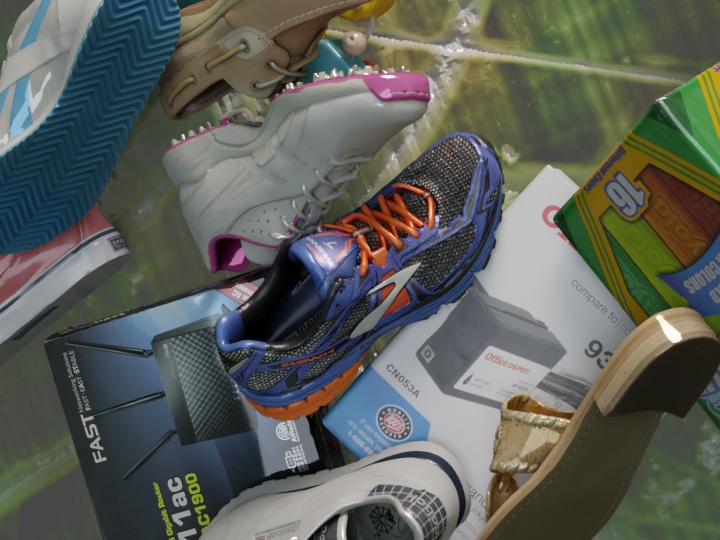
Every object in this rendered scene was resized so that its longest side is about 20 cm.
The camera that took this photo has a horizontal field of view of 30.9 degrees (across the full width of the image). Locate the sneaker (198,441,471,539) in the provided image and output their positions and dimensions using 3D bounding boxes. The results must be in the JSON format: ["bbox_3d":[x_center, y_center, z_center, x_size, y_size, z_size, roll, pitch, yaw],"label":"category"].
[{"bbox_3d":[-0.035,0.158,0.725,0.199,0.080,0.077,-31,94,22],"label":"sneaker"}]

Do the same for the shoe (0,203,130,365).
[{"bbox_3d":[-0.249,0.011,0.832,0.199,0.071,0.091,-37,86,4],"label":"shoe"}]

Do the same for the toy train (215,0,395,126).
[{"bbox_3d":[-0.034,-0.164,0.798,0.149,0.055,0.202,10,106,35],"label":"toy train"}]

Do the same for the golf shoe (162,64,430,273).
[{"bbox_3d":[-0.032,-0.054,0.735,0.199,0.075,0.092,-18,81,46],"label":"golf shoe"}]

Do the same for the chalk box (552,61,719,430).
[{"bbox_3d":[0.221,-0.002,0.661,0.123,0.125,0.201,-30,75,-30],"label":"chalk box"}]

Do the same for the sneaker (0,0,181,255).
[{"bbox_3d":[-0.181,-0.096,0.766,0.200,0.076,0.081,-52,47,13],"label":"sneaker"}]

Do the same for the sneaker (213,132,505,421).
[{"bbox_3d":[0.000,0.000,0.715,0.200,0.078,0.075,-47,54,2],"label":"sneaker"}]

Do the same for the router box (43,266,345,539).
[{"bbox_3d":[-0.093,0.112,0.812,0.149,0.062,0.202,-17,90,11],"label":"router box"}]

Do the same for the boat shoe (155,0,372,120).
[{"bbox_3d":[-0.051,-0.133,0.744,0.199,0.071,0.065,-9,99,48],"label":"boat shoe"}]

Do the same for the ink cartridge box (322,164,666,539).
[{"bbox_3d":[0.098,0.059,0.768,0.145,0.084,0.200,42,98,5],"label":"ink cartridge box"}]

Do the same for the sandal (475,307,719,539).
[{"bbox_3d":[0.108,0.085,0.695,0.212,0.077,0.070,-58,40,32],"label":"sandal"}]

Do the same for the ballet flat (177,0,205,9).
[{"bbox_3d":[-0.173,-0.207,0.809,0.198,0.068,0.068,8,55,9],"label":"ballet flat"}]
